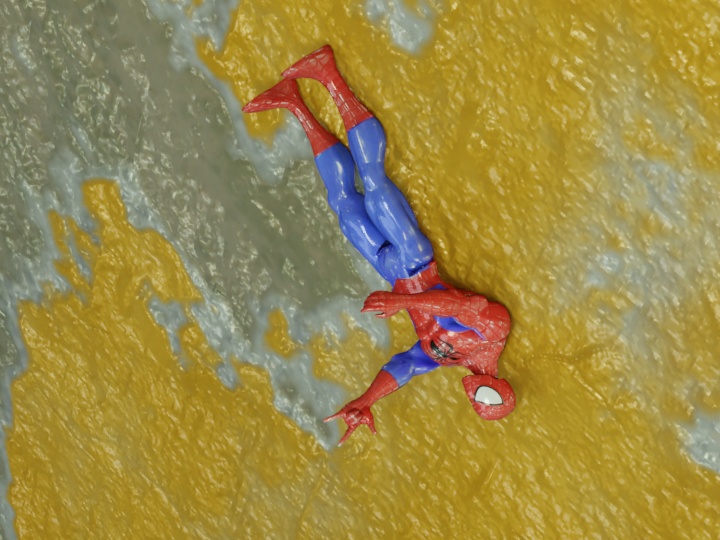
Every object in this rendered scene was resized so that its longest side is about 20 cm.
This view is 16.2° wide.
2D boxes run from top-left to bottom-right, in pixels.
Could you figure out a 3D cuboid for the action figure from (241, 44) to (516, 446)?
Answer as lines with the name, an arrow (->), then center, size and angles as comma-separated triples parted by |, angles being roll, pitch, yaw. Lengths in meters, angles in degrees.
action figure -> 0.000, 0.000, 1.232 | 0.200, 0.099, 0.065 | 54, 144, 0
